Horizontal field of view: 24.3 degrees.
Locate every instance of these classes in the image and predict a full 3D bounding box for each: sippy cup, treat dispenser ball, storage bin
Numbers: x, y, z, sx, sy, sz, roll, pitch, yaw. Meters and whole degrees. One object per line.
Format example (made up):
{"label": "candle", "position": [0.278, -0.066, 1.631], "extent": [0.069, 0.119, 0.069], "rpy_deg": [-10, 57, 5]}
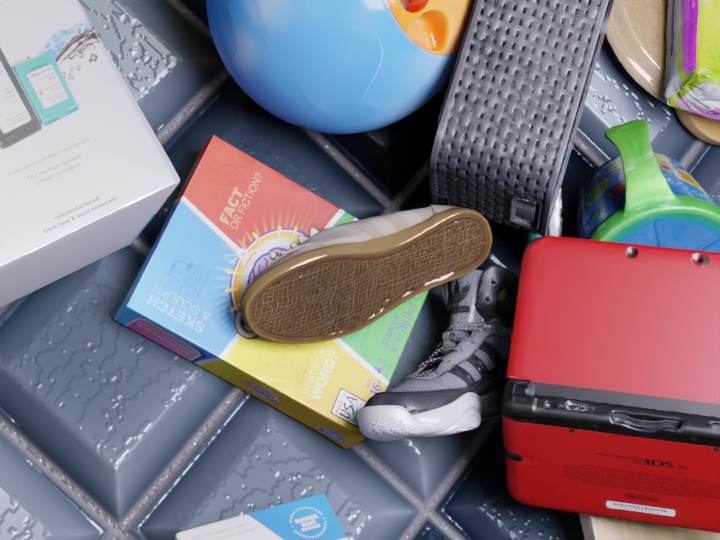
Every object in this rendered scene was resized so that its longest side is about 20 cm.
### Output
{"label": "sippy cup", "position": [0.225, -0.024, 1.299], "extent": [0.139, 0.179, 0.131], "rpy_deg": [15, 30, -14]}
{"label": "treat dispenser ball", "position": [-0.014, -0.202, 1.229], "extent": [0.200, 0.201, 0.202], "rpy_deg": [6, 72, -20]}
{"label": "storage bin", "position": [0.121, -0.142, 1.230], "extent": [0.093, 0.135, 0.201], "rpy_deg": [17, 77, 7]}

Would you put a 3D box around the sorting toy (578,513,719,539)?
{"label": "sorting toy", "position": [0.250, 0.193, 1.288], "extent": [0.198, 0.070, 0.201], "rpy_deg": [-8, 78, -23]}

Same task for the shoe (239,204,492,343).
{"label": "shoe", "position": [0.000, 0.000, 1.216], "extent": [0.199, 0.053, 0.070], "rpy_deg": [-18, 114, -22]}

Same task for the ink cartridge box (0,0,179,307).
{"label": "ink cartridge box", "position": [-0.246, -0.096, 1.133], "extent": [0.146, 0.147, 0.201], "rpy_deg": [-28, 85, -26]}

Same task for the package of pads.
{"label": "package of pads", "position": [0.350, -0.189, 1.390], "extent": [0.199, 0.068, 0.156], "rpy_deg": [12, 70, -18]}

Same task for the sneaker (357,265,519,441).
{"label": "sneaker", "position": [0.068, 0.059, 1.233], "extent": [0.199, 0.075, 0.115], "rpy_deg": [-9, 87, -42]}

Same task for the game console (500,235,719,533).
{"label": "game console", "position": [0.207, 0.084, 1.181], "extent": [0.199, 0.173, 0.119], "rpy_deg": [6, 48, 15]}

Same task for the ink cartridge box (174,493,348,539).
{"label": "ink cartridge box", "position": [-0.039, 0.257, 1.108], "extent": [0.116, 0.067, 0.200], "rpy_deg": [-12, 51, -25]}

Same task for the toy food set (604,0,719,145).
{"label": "toy food set", "position": [0.288, -0.221, 1.440], "extent": [0.199, 0.049, 0.199], "rpy_deg": [29, 66, -11]}

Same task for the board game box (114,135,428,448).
{"label": "board game box", "position": [-0.059, 0.016, 1.233], "extent": [0.199, 0.040, 0.154], "rpy_deg": [29, 66, -12]}

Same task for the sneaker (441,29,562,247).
{"label": "sneaker", "position": [0.103, -0.098, 1.326], "extent": [0.079, 0.078, 0.201], "rpy_deg": [-20, 75, -10]}
